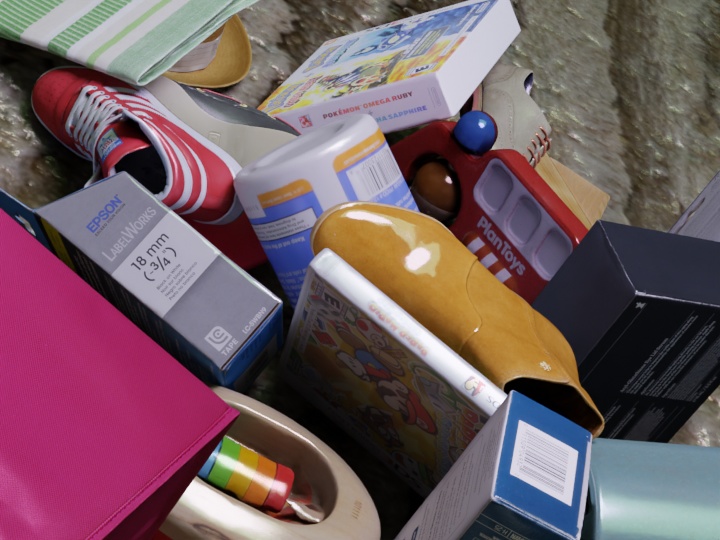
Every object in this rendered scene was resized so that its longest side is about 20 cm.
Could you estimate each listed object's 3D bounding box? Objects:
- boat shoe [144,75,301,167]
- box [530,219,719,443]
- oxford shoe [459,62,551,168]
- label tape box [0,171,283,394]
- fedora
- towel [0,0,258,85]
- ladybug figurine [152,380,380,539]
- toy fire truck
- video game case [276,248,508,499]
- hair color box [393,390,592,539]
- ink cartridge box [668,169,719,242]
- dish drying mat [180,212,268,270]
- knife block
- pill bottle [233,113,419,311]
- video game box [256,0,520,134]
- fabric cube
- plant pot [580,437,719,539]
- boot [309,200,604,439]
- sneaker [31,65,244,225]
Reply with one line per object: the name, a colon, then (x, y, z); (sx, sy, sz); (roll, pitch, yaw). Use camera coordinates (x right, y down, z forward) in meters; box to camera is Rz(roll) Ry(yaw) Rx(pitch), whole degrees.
boat shoe: (-0.130, -0.105, 1.441); (0.201, 0.074, 0.063); (19, 7, -10)
box: (0.186, 0.065, 1.363); (0.141, 0.200, 0.079); (7, 43, -34)
oxford shoe: (0.124, -0.104, 1.534); (0.074, 0.071, 0.200); (-5, 51, 0)
label tape box: (-0.145, -0.005, 1.228); (0.200, 0.144, 0.063); (39, 78, 6)
fedora: (-0.164, -0.240, 1.557); (0.200, 0.082, 0.201); (23, 35, -17)
towel: (-0.192, -0.206, 1.431); (0.200, 0.023, 0.153); (22, 49, 33)
ladybug figurine: (-0.085, 0.139, 1.161); (0.200, 0.072, 0.136); (30, 33, -6)
toy fire truck: (0.082, -0.029, 1.422); (0.112, 0.168, 0.200); (-5, 48, -43)
video game case: (0.027, 0.086, 1.228); (0.182, 0.200, 0.023); (39, 66, 9)
hair color box: (0.061, 0.178, 1.119); (0.060, 0.200, 0.100); (29, 36, -8)
ink cartridge box: (0.270, 0.003, 1.514); (0.043, 0.196, 0.200); (35, 34, -1)
dish drying mat: (-0.067, -0.042, 1.378); (0.200, 0.018, 0.077); (-23, 57, -24)
knife block: (0.138, -0.032, 1.566); (0.200, 0.064, 0.176); (35, 33, 2)
pill bottle: (0.000, 0.000, 1.317); (0.200, 0.112, 0.112); (65, 33, -12)
video game box: (0.020, -0.161, 1.539); (0.047, 0.182, 0.200); (66, 29, -18)
fabric cube: (-0.224, 0.112, 0.970); (0.199, 0.200, 0.196); (40, 33, 5)
plant pot: (0.212, 0.198, 1.244); (0.196, 0.200, 0.200); (12, 39, -17)
boot: (0.067, 0.034, 1.203); (0.201, 0.071, 0.144); (28, 16, -27)
sneaker: (-0.182, -0.097, 1.329); (0.200, 0.071, 0.112); (30, 11, 25)
